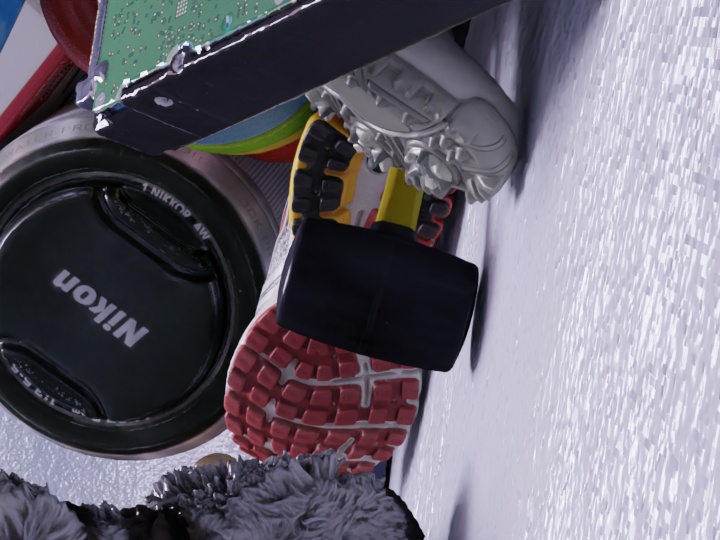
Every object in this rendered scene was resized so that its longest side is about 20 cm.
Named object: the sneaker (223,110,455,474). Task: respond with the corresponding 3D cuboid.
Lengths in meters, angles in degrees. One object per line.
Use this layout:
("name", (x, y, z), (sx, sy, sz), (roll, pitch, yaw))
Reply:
("sneaker", (0.000, 0.000, 0.875), (0.082, 0.077, 0.201), (-76, 4, -59))

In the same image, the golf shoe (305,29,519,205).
("golf shoe", (0.002, -0.103, 0.713), (0.200, 0.097, 0.078), (44, 169, 38))

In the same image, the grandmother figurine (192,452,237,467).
("grandmother figurine", (-0.040, 0.149, 0.909), (0.200, 0.060, 0.122), (-143, 58, -69))

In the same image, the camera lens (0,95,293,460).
("camera lens", (-0.097, -0.012, 1.038), (0.200, 0.159, 0.161), (-60, -20, -71))

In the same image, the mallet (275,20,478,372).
("mallet", (0.012, -0.059, 0.762), (0.041, 0.065, 0.201), (106, 171, -59))

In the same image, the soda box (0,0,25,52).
("soda box", (-0.123, -0.151, 0.750), (0.201, 0.064, 0.068), (-59, 13, 24))

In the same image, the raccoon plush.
("raccoon plush", (-0.065, 0.100, 0.741), (0.134, 0.199, 0.097), (-22, 41, 63))

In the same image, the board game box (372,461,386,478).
("board game box", (-0.011, 0.105, 1.034), (0.136, 0.034, 0.201), (113, 164, -76))

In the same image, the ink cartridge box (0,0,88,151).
("ink cartridge box", (-0.183, -0.102, 1.067), (0.147, 0.083, 0.200), (-48, 3, 17))

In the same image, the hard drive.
("hard drive", (-0.004, -0.123, 0.610), (0.200, 0.038, 0.140), (-19, 57, 47))

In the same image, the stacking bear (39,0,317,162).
("stacking bear", (-0.047, -0.099, 0.890), (0.114, 0.121, 0.200), (-62, -17, -4))
